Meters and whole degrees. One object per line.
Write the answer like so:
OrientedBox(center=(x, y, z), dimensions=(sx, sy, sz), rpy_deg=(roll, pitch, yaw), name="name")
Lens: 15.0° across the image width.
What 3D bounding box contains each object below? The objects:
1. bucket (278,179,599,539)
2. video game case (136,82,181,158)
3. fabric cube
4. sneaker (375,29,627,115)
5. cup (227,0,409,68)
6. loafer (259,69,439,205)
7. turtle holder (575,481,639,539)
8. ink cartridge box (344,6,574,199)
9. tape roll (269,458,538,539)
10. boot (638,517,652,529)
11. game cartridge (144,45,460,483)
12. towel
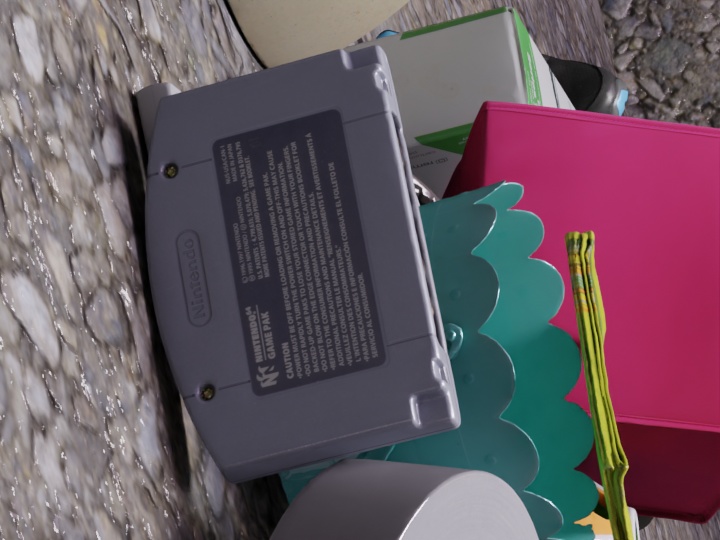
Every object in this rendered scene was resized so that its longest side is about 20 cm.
OrientedBox(center=(0.036, 0.062, 1.429), dimensions=(0.207, 0.135, 0.207), rpy_deg=(-13, 90, -76), name="bucket")
OrientedBox(center=(-0.059, 0.012, 1.448), dimensions=(0.200, 0.023, 0.182), rpy_deg=(40, 36, -70), name="video game case")
OrientedBox(center=(0.150, 0.031, 1.727), dimensions=(0.200, 0.196, 0.200), rpy_deg=(109, -15, -69), name="fabric cube")
OrientedBox(center=(0.094, -0.131, 1.971), dimensions=(0.082, 0.200, 0.073), rpy_deg=(51, 52, -49), name="sneaker")
OrientedBox(center=(-0.012, -0.236, 1.700), dimensions=(0.200, 0.143, 0.200), rpy_deg=(-17, 90, -77), name="cup")
OrientedBox(center=(-0.004, -0.054, 1.623), dimensions=(0.200, 0.073, 0.071), rpy_deg=(55, 4, -39), name="loafer")
OrientedBox(center=(0.105, 0.206, 1.654), dimensions=(0.141, 0.132, 0.186), rpy_deg=(13, 72, -83), name="turtle holder")
OrientedBox(center=(0.063, -0.089, 1.840), dimensions=(0.200, 0.146, 0.083), rpy_deg=(43, 35, -66), name="ink cartridge box")
OrientedBox(center=(0.017, 0.189, 1.273), dimensions=(0.200, 0.066, 0.200), rpy_deg=(-15, 107, -60), name="tape roll")
OrientedBox(center=(0.231, 0.132, 2.514), dimensions=(0.138, 0.077, 0.200), rpy_deg=(-24, 111, -82), name="boot")
OrientedBox(center=(-0.034, -0.003, 1.313), dimensions=(0.042, 0.133, 0.200), rpy_deg=(47, 30, -64), name="game cartridge")
OrientedBox(center=(0.136, 0.070, 1.514), dimensions=(0.200, 0.018, 0.086), rpy_deg=(-93, 170, -51), name="towel")
